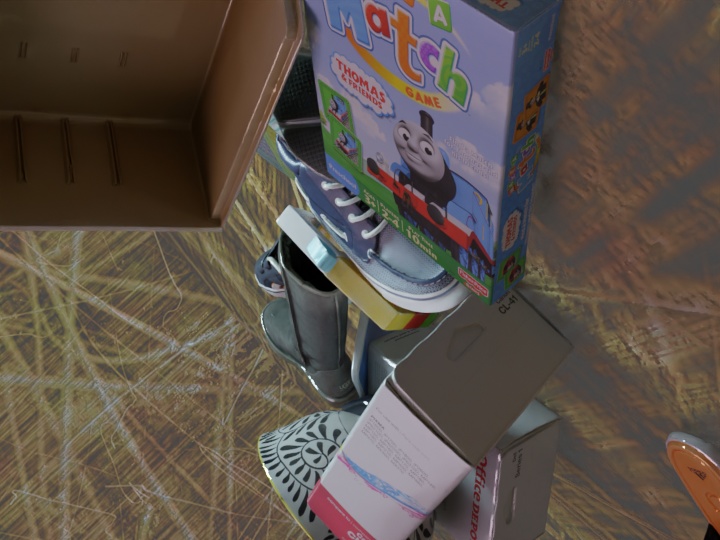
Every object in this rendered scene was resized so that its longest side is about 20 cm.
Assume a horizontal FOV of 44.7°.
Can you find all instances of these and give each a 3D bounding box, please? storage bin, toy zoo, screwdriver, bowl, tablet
[{"bbox_3d":[-0.157,-0.117,0.506,0.199,0.197,0.095,-55,44,49],"label":"storage bin"},{"bbox_3d":[0.000,0.000,0.771,0.131,0.021,0.200,45,-170,14],"label":"toy zoo"},{"bbox_3d":[0.039,0.128,0.824,0.199,0.028,0.029,-17,102,56],"label":"screwdriver"},{"bbox_3d":[0.007,0.195,0.806,0.201,0.094,0.201,46,-176,-4],"label":"bowl"},{"bbox_3d":[0.015,0.090,0.958,0.013,0.132,0.201,6,155,11],"label":"tablet"}]

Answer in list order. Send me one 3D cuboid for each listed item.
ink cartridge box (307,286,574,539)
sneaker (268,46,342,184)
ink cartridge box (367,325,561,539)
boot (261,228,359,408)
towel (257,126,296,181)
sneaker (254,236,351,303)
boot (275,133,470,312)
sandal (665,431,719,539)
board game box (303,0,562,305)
[{"bbox_3d":[0.055,0.119,0.665,0.086,0.147,0.201,43,141,11],"label":"ink cartridge box"},{"bbox_3d":[-0.047,-0.133,0.638,0.199,0.071,0.080,39,-167,11],"label":"sneaker"},{"bbox_3d":[0.093,0.165,0.857,0.199,0.083,0.148,35,134,45],"label":"ink cartridge box"},{"bbox_3d":[-0.063,0.033,0.912,0.181,0.072,0.202,38,158,36],"label":"boot"},{"bbox_3d":[-0.093,-0.145,0.826,0.199,0.023,0.144,37,164,45],"label":"towel"},{"bbox_3d":[-0.078,-0.013,1.044,0.199,0.079,0.080,11,147,53],"label":"sneaker"},{"bbox_3d":[0.003,-0.046,0.672,0.199,0.073,0.091,37,169,43],"label":"boot"},{"bbox_3d":[0.253,0.198,0.589,0.207,0.059,0.079,51,167,-12],"label":"sandal"},{"bbox_3d":[0.031,-0.090,0.474,0.151,0.036,0.201,41,156,29],"label":"board game box"}]
